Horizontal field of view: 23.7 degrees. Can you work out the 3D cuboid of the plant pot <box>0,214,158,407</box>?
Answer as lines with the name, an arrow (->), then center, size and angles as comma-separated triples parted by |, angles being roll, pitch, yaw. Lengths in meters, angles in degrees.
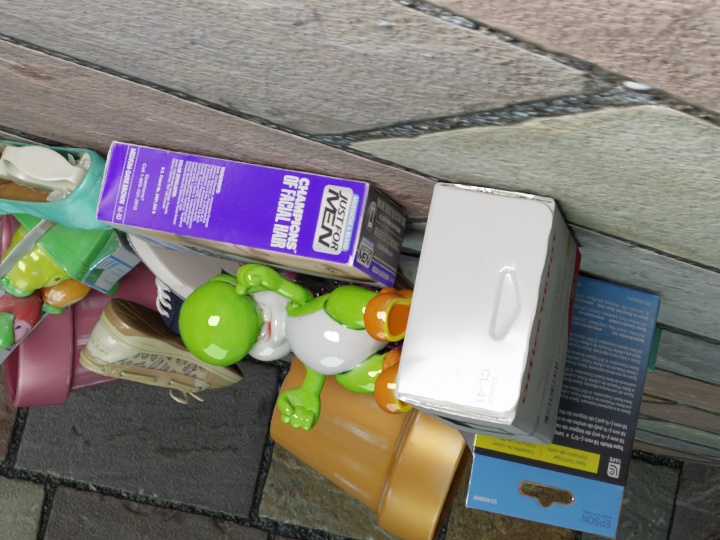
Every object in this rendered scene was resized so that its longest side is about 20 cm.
plant pot -> -0.258, 0.030, 1.688 | 0.177, 0.202, 0.200 | -2, 178, -16

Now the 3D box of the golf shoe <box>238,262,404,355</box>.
golf shoe -> -0.023, 0.032, 1.361 | 0.200, 0.072, 0.092 | 44, 161, 34

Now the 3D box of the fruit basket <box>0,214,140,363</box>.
fruit basket -> -0.278, 0.016, 1.481 | 0.094, 0.200, 0.185 | 38, 178, 11

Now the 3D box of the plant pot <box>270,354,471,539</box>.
plant pot -> 0.019, 0.138, 1.642 | 0.182, 0.202, 0.200 | 21, 175, 8

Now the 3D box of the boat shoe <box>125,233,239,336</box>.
boat shoe -> -0.159, 0.012, 1.518 | 0.092, 0.075, 0.200 | -17, 139, 33

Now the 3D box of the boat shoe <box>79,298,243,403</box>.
boat shoe -> -0.185, 0.079, 1.598 | 0.073, 0.063, 0.200 | 47, -169, 35

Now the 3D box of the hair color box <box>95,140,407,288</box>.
hair color box -> -0.077, -0.039, 1.239 | 0.198, 0.066, 0.109 | 9, 173, 18

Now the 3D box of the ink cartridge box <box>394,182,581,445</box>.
ink cartridge box -> 0.092, 0.034, 1.167 | 0.085, 0.149, 0.200 | 9, 172, 16

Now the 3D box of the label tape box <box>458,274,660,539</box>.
label tape box -> 0.152, 0.102, 1.392 | 0.143, 0.202, 0.063 | 15, 173, -20

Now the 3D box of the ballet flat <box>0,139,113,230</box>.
ballet flat -> -0.268, -0.078, 1.326 | 0.198, 0.068, 0.071 | 9, 149, 26

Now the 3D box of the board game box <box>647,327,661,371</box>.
board game box -> 0.160, 0.049, 1.617 | 0.199, 0.045, 0.152 | 6, 171, 40

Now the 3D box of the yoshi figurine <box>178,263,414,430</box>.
yoshi figurine -> -0.052, 0.047, 1.236 | 0.199, 0.113, 0.112 | 10, 160, 36

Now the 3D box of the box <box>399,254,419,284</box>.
box -> 0.026, 0.005, 1.518 | 0.198, 0.039, 0.041 | 12, 174, 4

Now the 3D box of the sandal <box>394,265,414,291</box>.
sandal -> 0.000, 0.000, 1.420 | 0.054, 0.081, 0.200 | -30, -150, -22
